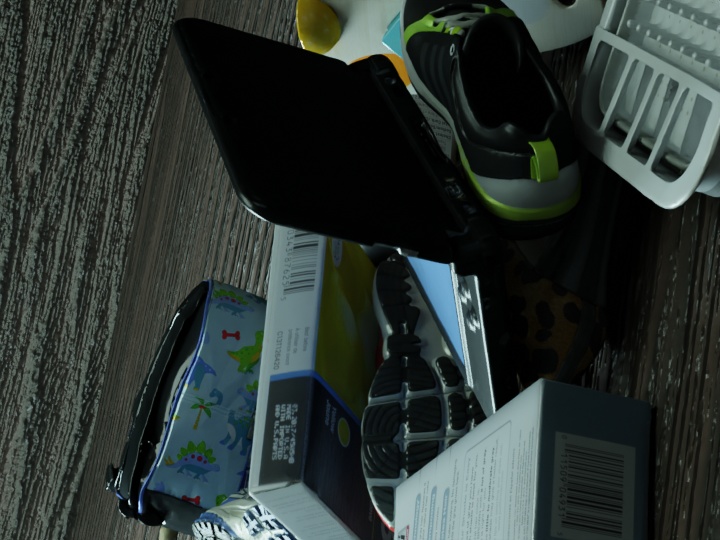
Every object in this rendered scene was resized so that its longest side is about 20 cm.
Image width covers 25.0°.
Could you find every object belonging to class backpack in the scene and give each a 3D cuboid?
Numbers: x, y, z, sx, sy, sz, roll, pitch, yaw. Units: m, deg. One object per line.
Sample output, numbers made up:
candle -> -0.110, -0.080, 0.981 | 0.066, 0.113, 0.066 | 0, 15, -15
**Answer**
backpack -> -0.113, 0.117, 1.359 | 0.183, 0.146, 0.202 | -178, 106, -76

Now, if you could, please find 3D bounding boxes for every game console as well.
game console -> -0.008, -0.027, 0.828 | 0.200, 0.115, 0.177 | -115, 11, -52

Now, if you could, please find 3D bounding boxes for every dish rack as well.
dish rack -> 0.163, -0.134, 0.722 | 0.172, 0.043, 0.201 | -119, 43, -70

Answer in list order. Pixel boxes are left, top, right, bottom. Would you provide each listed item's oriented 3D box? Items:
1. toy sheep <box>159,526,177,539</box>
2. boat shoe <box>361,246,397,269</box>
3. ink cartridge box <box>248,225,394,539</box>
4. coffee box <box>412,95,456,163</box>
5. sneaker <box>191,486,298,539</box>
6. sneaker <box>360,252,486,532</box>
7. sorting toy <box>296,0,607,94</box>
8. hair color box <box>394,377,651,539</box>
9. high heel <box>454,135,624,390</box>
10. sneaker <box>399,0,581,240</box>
toy sheep -> -0.150, 0.297, 1.404 | 0.200, 0.137, 0.139 | 98, 179, -70
boat shoe -> 0.000, 0.000, 1.129 | 0.061, 0.074, 0.200 | -60, -1, -25
ink cartridge box -> -0.003, 0.092, 1.036 | 0.200, 0.047, 0.199 | 50, -146, -48
coffee box -> 0.019, -0.123, 1.188 | 0.114, 0.079, 0.202 | 133, 146, -63
sneaker -> -0.044, 0.175, 1.172 | 0.085, 0.077, 0.199 | -40, 18, -32
sneaker -> 0.041, 0.082, 0.993 | 0.085, 0.076, 0.201 | 90, -176, -48
sorting toy -> 0.058, -0.198, 0.934 | 0.107, 0.179, 0.202 | -23, -68, -58
hair color box -> 0.073, 0.135, 0.807 | 0.200, 0.060, 0.100 | 131, 148, -61
high heel -> 0.071, 0.013, 0.885 | 0.200, 0.071, 0.144 | -21, 51, 63
sneaker -> 0.071, -0.104, 0.823 | 0.083, 0.071, 0.201 | 87, 167, -46
